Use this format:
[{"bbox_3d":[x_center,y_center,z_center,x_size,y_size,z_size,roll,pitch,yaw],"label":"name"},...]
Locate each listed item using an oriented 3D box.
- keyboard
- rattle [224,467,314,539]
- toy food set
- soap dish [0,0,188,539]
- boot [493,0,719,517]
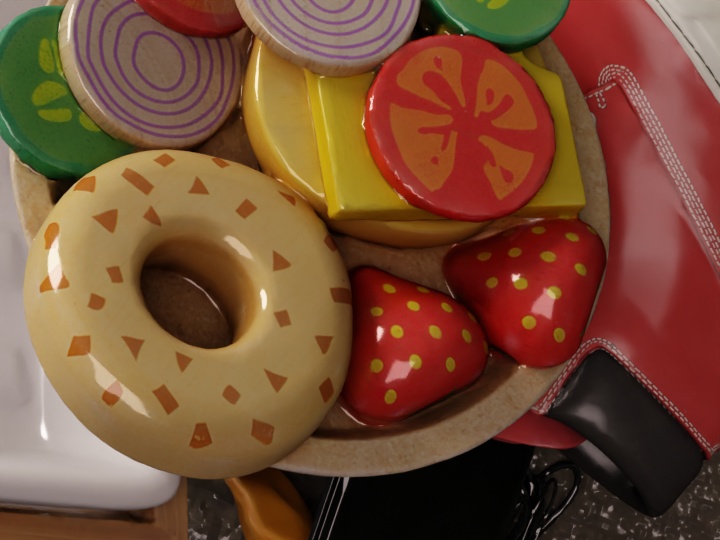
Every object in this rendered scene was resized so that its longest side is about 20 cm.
[{"bbox_3d":[0.011,0.115,0.849,0.104,0.040,0.201,17,93,-35],"label":"keyboard"},{"bbox_3d":[0.000,0.000,0.843,0.143,0.130,0.201,37,70,-8],"label":"rattle"},{"bbox_3d":[-0.014,-0.036,0.739,0.198,0.049,0.199,-3,70,-21],"label":"toy food set"},{"bbox_3d":[-0.135,-0.008,0.753,0.156,0.081,0.202,7,66,-25],"label":"soap dish"},{"bbox_3d":[0.071,-0.024,0.815,0.144,0.072,0.200,-38,91,-10],"label":"boot"}]
